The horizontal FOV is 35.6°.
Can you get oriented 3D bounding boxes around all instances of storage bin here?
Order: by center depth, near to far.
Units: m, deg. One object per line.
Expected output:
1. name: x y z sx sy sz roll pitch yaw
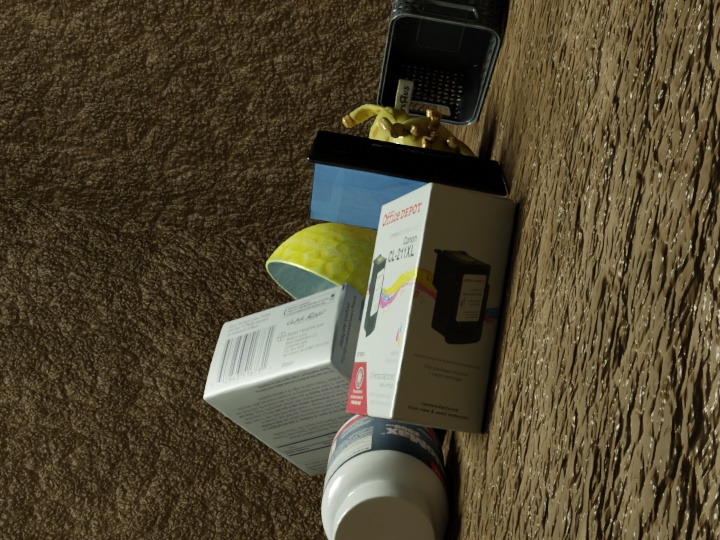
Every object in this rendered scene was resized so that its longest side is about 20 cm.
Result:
1. storage bin: 0.100 -0.285 1.421 0.200 0.135 0.094 100 180 -61

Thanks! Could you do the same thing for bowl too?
1. bowl: 0.000 0.000 1.309 0.108 0.200 0.200 -59 -5 -14

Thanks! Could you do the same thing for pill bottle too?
1. pill bottle: 0.024 0.216 1.061 0.200 0.119 0.120 -83 3 -78

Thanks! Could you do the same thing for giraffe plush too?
1. giraffe plush: 0.069 -0.123 1.302 0.162 0.172 0.201 -144 46 -77

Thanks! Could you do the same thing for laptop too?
1. laptop: 0.038 -0.066 1.127 0.200 0.187 0.116 -81 1 -72

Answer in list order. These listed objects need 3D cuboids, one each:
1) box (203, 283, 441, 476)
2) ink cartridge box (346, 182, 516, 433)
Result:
1. box: -0.034 0.128 1.245 0.200 0.184 0.105 43 -137 -36
2. ink cartridge box: 0.059 0.035 0.985 0.146 0.083 0.201 162 119 -73
